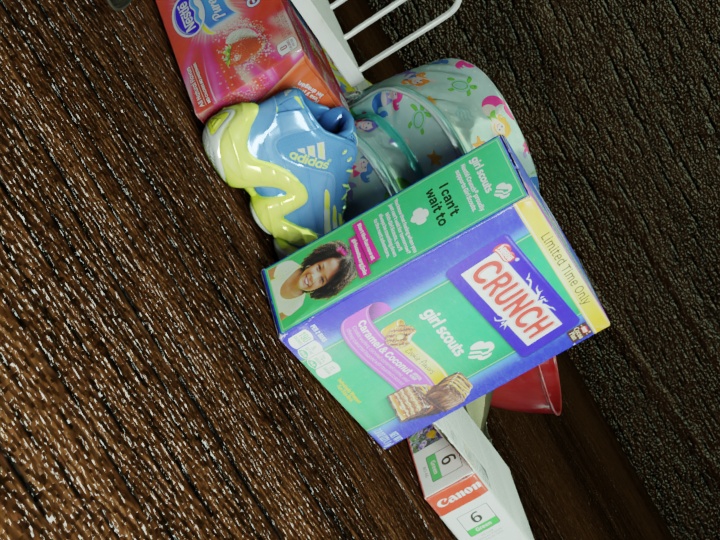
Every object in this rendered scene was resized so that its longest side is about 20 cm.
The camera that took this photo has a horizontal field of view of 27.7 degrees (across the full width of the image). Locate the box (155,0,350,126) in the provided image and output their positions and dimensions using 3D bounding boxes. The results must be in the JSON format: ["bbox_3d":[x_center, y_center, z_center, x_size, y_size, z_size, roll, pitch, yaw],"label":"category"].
[{"bbox_3d":[-0.094,-0.189,1.174,0.096,0.099,0.201,49,15,-50],"label":"box"}]

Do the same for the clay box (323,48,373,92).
[{"bbox_3d":[-0.048,-0.159,1.332,0.200,0.047,0.116,29,36,-44],"label":"clay box"}]

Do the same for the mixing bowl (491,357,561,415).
[{"bbox_3d":[0.143,0.067,1.573,0.200,0.108,0.202,-12,90,-78],"label":"mixing bowl"}]

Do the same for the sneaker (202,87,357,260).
[{"bbox_3d":[-0.031,-0.060,1.115,0.200,0.105,0.076,51,13,-42],"label":"sneaker"}]

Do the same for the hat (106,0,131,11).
[{"bbox_3d":[-0.189,-0.286,1.025,0.201,0.081,0.201,57,10,-16],"label":"hat"}]

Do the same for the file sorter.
[{"bbox_3d":[-0.013,-0.286,1.217,0.139,0.124,0.201,50,14,-46],"label":"file sorter"}]

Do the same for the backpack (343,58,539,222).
[{"bbox_3d":[0.044,-0.075,1.205,0.150,0.199,0.179,-28,95,-39],"label":"backpack"}]

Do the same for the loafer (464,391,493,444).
[{"bbox_3d":[0.103,0.092,1.430,0.075,0.069,0.201,50,24,-47],"label":"loafer"}]

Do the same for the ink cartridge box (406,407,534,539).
[{"bbox_3d":[0.076,0.159,1.207,0.200,0.050,0.109,52,13,-36],"label":"ink cartridge box"}]

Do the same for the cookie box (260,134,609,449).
[{"bbox_3d":[0.057,0.020,1.056,0.171,0.199,0.075,50,14,-45],"label":"cookie box"}]
